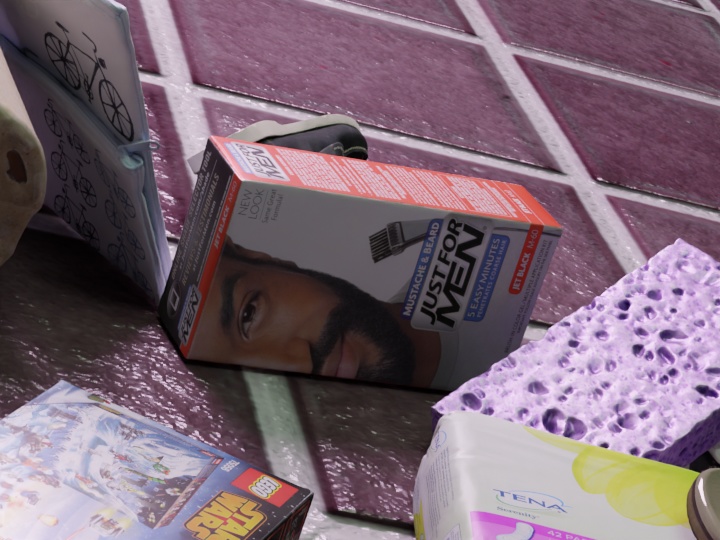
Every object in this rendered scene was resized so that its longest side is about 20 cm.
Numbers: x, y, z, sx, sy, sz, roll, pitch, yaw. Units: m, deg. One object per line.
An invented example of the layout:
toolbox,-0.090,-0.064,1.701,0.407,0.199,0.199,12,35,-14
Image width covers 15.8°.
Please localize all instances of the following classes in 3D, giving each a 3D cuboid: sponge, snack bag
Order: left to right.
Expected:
snack bag,-0.166,-0.099,1.446,0.021,0.200,0.189,-26,43,-24
sponge,0.148,0.060,1.399,0.200,0.030,0.112,-33,49,-29

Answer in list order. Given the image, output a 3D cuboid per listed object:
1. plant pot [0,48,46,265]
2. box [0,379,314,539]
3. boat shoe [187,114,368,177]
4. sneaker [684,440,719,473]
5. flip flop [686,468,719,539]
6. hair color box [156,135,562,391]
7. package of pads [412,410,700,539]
plant pot,-0.257,-0.085,1.356,0.200,0.201,0.184,2,37,-38
box,-0.119,0.117,1.135,0.137,0.040,0.200,23,21,13
boat shoe,-0.044,-0.056,1.635,0.068,0.072,0.200,60,21,5
sneaker,0.224,0.108,1.427,0.200,0.076,0.081,13,27,5
flip flop,0.219,0.133,1.160,0.081,0.058,0.200,15,12,-26
hair color box,0.000,0.000,1.436,0.200,0.111,0.064,8,23,-25
package of pads,0.125,0.143,1.239,0.200,0.068,0.155,16,21,-8
